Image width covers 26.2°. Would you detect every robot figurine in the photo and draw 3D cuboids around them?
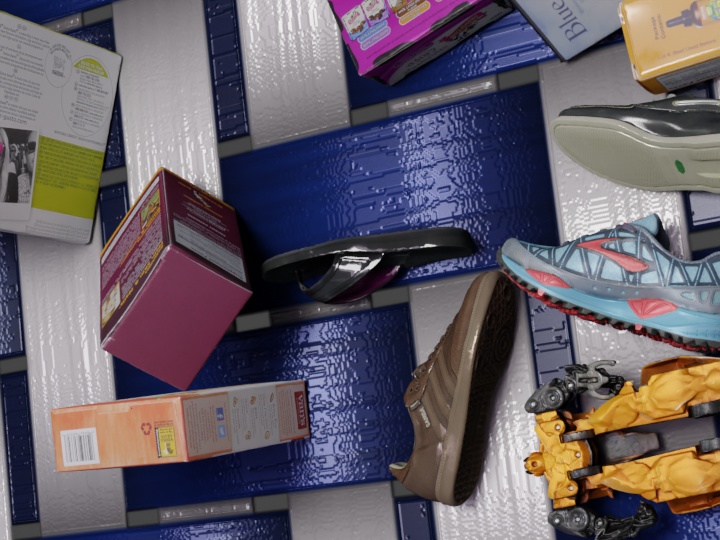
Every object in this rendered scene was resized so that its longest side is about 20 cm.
[{"bbox_3d":[0.224,0.135,1.209,0.200,0.058,0.145,-15,78,26],"label":"robot figurine"}]

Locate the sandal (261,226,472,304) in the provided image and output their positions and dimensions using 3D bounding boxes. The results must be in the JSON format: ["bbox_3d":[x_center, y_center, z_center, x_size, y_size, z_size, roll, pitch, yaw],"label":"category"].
[{"bbox_3d":[0.000,0.000,1.333,0.200,0.075,0.048,-9,77,27],"label":"sandal"}]

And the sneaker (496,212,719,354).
[{"bbox_3d":[0.209,-0.002,1.230,0.200,0.079,0.096,18,85,20],"label":"sneaker"}]

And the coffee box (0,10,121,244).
[{"bbox_3d":[-0.379,-0.143,1.484,0.200,0.200,0.198,9,89,29],"label":"coffee box"}]

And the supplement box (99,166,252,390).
[{"bbox_3d":[-0.166,0.003,1.357,0.110,0.086,0.200,-54,21,14],"label":"supplement box"}]

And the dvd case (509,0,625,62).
[{"bbox_3d":[0.189,-0.262,1.209,0.143,0.018,0.200,46,133,-16],"label":"dvd case"}]

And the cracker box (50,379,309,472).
[{"bbox_3d":[-0.150,0.133,1.332,0.134,0.200,0.058,-8,87,28],"label":"cracker box"}]

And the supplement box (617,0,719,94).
[{"bbox_3d":[0.304,-0.197,1.180,0.200,0.069,0.067,-15,79,19],"label":"supplement box"}]

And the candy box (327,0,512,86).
[{"bbox_3d":[0.029,-0.282,1.351,0.136,0.061,0.200,-29,73,24],"label":"candy box"}]

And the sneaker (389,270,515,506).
[{"bbox_3d":[0.071,0.093,1.290,0.076,0.070,0.200,14,92,30],"label":"sneaker"}]

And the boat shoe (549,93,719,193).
[{"bbox_3d":[0.246,-0.106,1.226,0.200,0.072,0.068,9,52,36],"label":"boat shoe"}]
